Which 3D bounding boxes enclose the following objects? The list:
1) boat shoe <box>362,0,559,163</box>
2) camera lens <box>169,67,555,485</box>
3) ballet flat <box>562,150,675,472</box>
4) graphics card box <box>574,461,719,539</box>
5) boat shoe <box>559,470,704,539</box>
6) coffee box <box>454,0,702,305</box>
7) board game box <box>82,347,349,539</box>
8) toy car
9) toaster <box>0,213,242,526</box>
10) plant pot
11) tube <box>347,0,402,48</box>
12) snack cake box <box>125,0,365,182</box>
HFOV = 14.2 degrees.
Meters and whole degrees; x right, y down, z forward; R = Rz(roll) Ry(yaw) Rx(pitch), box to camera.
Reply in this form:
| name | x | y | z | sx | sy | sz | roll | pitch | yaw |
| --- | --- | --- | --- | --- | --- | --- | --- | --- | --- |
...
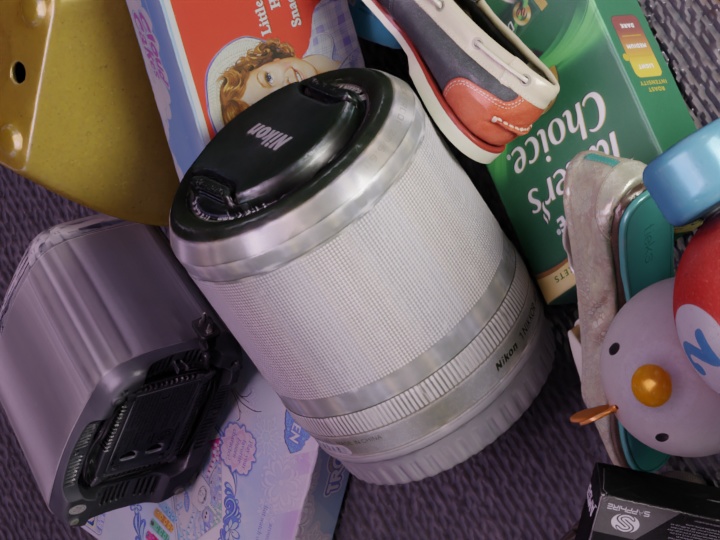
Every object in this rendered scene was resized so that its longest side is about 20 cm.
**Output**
| name | x | y | z | sx | sy | sz | roll | pitch | yaw |
| --- | --- | --- | --- | --- | --- | --- | --- | --- | --- |
| boat shoe | 0.042 | -0.154 | 1.608 | 0.063 | 0.071 | 0.200 | -44 | 61 | 28 |
| camera lens | 0.000 | 0.000 | 1.616 | 0.160 | 0.160 | 0.200 | -6 | 128 | 44 |
| ballet flat | 0.142 | 0.020 | 1.573 | 0.062 | 0.067 | 0.201 | 30 | 136 | 41 |
| graphics card box | 0.164 | 0.213 | 1.567 | 0.125 | 0.051 | 0.201 | 12 | 110 | -2 |
| boat shoe | 0.134 | 0.185 | 1.636 | 0.073 | 0.075 | 0.200 | 47 | 124 | -4 |
| coffee box | 0.117 | -0.095 | 1.621 | 0.123 | 0.044 | 0.201 | -34 | 72 | 41 |
| board game box | -0.093 | 0.115 | 1.854 | 0.199 | 0.043 | 0.201 | 32 | 116 | 37 |
| toy car | 0.180 | 0.041 | 1.470 | 0.200 | 0.177 | 0.185 | -35 | 82 | 31 |
| toaster | -0.155 | 0.054 | 1.784 | 0.129 | 0.113 | 0.200 | 56 | 144 | 26 |
| plant pot | -0.160 | -0.137 | 1.777 | 0.194 | 0.200 | 0.196 | 28 | 115 | 38 |
| tube | 0.042 | -0.229 | 1.678 | 0.077 | 0.050 | 0.201 | 39 | 117 | 38 |
| snack cake box | -0.060 | -0.111 | 1.687 | 0.067 | 0.115 | 0.201 | 33 | 142 | 59 |
